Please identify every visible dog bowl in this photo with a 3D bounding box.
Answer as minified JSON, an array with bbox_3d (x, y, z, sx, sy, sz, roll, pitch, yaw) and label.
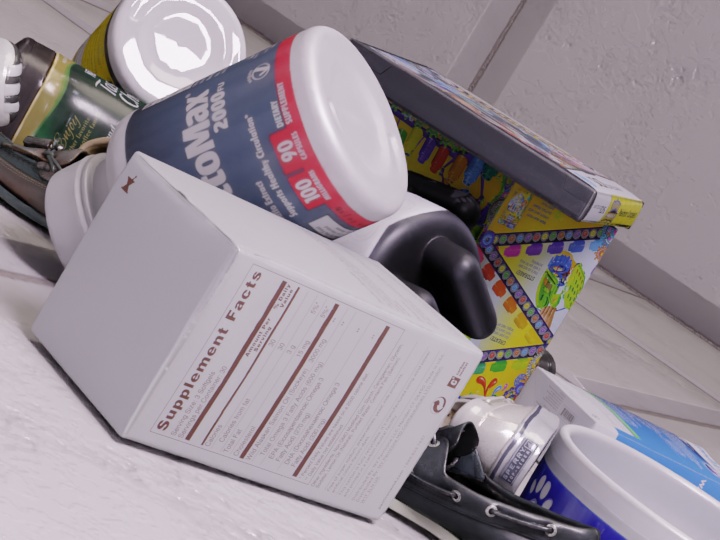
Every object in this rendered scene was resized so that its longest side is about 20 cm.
[{"bbox_3d":[0.191,0.185,1.255,0.199,0.079,0.200,31,8,-5],"label":"dog bowl"}]

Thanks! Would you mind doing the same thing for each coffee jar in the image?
[{"bbox_3d":[-0.189,-0.092,1.450,0.199,0.086,0.104,29,8,-13],"label":"coffee jar"}]

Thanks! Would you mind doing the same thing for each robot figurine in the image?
[{"bbox_3d":[0.001,0.000,1.338,0.149,0.126,0.199,-1,20,-43],"label":"robot figurine"}]

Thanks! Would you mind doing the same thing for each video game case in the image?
[{"bbox_3d":[0.095,-0.093,1.375,0.199,0.026,0.181,34,10,15],"label":"video game case"}]

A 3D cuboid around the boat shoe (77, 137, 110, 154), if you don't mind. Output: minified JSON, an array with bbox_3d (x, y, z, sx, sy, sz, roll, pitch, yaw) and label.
[{"bbox_3d":[-0.113,-0.050,1.320,0.199,0.073,0.065,17,-18,40],"label":"boat shoe"}]

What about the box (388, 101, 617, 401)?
[{"bbox_3d":[0.048,-0.011,1.472,0.121,0.194,0.200,23,13,-43],"label":"box"}]

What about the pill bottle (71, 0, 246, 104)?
[{"bbox_3d":[-0.173,-0.153,1.584,0.111,0.112,0.200,29,-20,-15],"label":"pill bottle"}]

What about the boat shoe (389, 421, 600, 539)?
[{"bbox_3d":[0.056,0.123,1.162,0.199,0.066,0.074,36,10,25],"label":"boat shoe"}]

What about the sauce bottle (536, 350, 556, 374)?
[{"bbox_3d":[0.112,0.075,1.656,0.065,0.065,0.200,36,11,26],"label":"sauce bottle"}]

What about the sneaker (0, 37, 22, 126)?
[{"bbox_3d":[-0.317,-0.142,1.346,0.115,0.076,0.199,-3,10,-33],"label":"sneaker"}]

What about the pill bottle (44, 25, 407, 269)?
[{"bbox_3d":[-0.083,-0.054,1.184,0.120,0.199,0.120,50,27,-38],"label":"pill bottle"}]

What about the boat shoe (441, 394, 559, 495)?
[{"bbox_3d":[0.082,0.108,1.282,0.070,0.071,0.200,34,2,7],"label":"boat shoe"}]

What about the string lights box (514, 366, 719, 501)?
[{"bbox_3d":[0.222,0.156,1.601,0.199,0.059,0.103,27,10,-31],"label":"string lights box"}]

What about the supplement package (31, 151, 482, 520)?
[{"bbox_3d":[-0.054,0.039,1.074,0.199,0.118,0.117,25,12,-43],"label":"supplement package"}]

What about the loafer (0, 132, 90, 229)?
[{"bbox_3d":[-0.179,-0.048,1.310,0.199,0.063,0.072,36,9,23],"label":"loafer"}]
